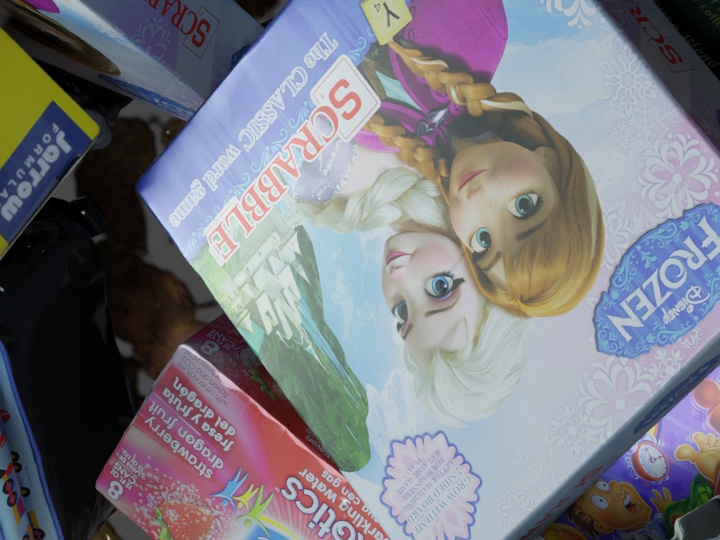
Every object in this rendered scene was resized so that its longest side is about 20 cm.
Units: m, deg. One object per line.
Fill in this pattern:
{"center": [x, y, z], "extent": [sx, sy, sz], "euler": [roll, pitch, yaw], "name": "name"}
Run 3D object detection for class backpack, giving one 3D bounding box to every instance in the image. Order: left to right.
{"center": [-0.210, 0.047, 1.201], "extent": [0.199, 0.135, 0.183], "euler": [12, 133, 23], "name": "backpack"}

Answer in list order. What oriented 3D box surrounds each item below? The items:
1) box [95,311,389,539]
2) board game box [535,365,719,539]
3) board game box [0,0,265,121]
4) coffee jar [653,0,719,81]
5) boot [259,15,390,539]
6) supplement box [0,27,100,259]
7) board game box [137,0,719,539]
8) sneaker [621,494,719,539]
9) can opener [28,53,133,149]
{"center": [-0.001, 0.107, 1.158], "extent": [0.200, 0.100, 0.096], "euler": [39, 121, 9], "name": "box"}
{"center": [0.145, 0.059, 0.989], "extent": [0.134, 0.045, 0.201], "euler": [29, 109, 10], "name": "board game box"}
{"center": [-0.142, -0.126, 1.043], "extent": [0.199, 0.199, 0.041], "euler": [24, 83, 31], "name": "board game box"}
{"center": [0.123, -0.111, 0.984], "extent": [0.085, 0.105, 0.200], "euler": [46, 130, -16], "name": "coffee jar"}
{"center": [0.000, 0.000, 1.098], "extent": [0.199, 0.187, 0.064], "euler": [34, 165, 9], "name": "boot"}
{"center": [-0.217, -0.064, 1.084], "extent": [0.199, 0.109, 0.110], "euler": [18, 157, 51], "name": "supplement box"}
{"center": [0.039, -0.021, 0.958], "extent": [0.200, 0.041, 0.200], "euler": [52, 122, 16], "name": "board game box"}
{"center": [0.113, 0.131, 0.942], "extent": [0.199, 0.074, 0.089], "euler": [-20, 142, 12], "name": "sneaker"}
{"center": [-0.159, -0.063, 1.212], "extent": [0.063, 0.079, 0.200], "euler": [28, 132, -28], "name": "can opener"}
